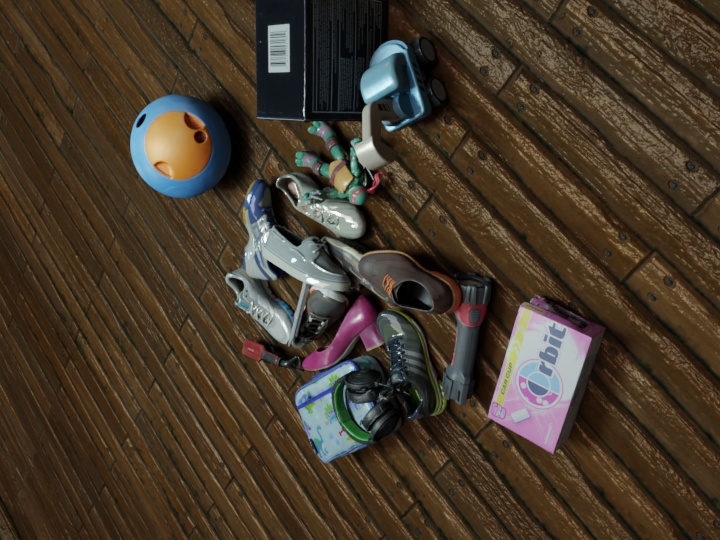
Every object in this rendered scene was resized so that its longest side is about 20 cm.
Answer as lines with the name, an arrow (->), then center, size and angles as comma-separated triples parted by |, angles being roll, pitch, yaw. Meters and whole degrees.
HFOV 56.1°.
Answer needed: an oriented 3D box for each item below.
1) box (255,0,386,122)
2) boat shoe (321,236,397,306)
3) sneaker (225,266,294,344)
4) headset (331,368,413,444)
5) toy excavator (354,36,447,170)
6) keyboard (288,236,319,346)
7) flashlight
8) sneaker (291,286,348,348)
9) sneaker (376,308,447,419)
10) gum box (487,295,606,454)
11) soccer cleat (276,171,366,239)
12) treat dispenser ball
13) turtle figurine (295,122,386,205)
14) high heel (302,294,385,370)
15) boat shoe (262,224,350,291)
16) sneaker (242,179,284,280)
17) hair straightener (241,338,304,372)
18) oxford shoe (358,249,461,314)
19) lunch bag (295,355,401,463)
box -> -0.062, -0.345, 1.093 | 0.122, 0.196, 0.205 | 12, 107, 39
boat shoe -> 0.000, 0.000, 1.187 | 0.198, 0.074, 0.075 | 30, 104, 33
sneaker -> -0.209, 0.075, 1.379 | 0.200, 0.086, 0.075 | 49, 124, 20
headset -> 0.012, 0.224, 1.124 | 0.199, 0.093, 0.125 | -36, 79, 45
toy excavator -> 0.042, -0.253, 1.023 | 0.099, 0.198, 0.198 | -18, 87, 40
keyboard -> -0.105, 0.038, 1.246 | 0.056, 0.010, 0.204 | 135, 150, -63
flashlight -> 0.165, 0.108, 1.088 | 0.067, 0.067, 0.204 | 19, 115, 31
sneaker -> -0.080, 0.096, 1.242 | 0.076, 0.083, 0.200 | 25, 150, -8
sneaker -> 0.078, 0.160, 1.156 | 0.074, 0.080, 0.203 | -36, 76, 38
gum box -> 0.274, 0.148, 0.998 | 0.112, 0.066, 0.204 | 25, 114, 32
soccer cleat -> -0.073, -0.115, 1.229 | 0.199, 0.077, 0.070 | 38, 121, 28
treat dispenser ball -> -0.360, -0.249, 1.363 | 0.198, 0.199, 0.206 | 9, 105, 38
turtle figurine -> -0.040, -0.169, 1.175 | 0.150, 0.100, 0.201 | -47, 51, 13
high heel -> -0.045, 0.119, 1.256 | 0.198, 0.067, 0.097 | -25, 91, 36
boat shoe -> -0.094, -0.026, 1.192 | 0.199, 0.070, 0.073 | 27, 108, 31
sneaker -> -0.182, -0.079, 1.343 | 0.087, 0.075, 0.204 | 13, 114, 25
hair straightener -> -0.166, 0.174, 1.376 | 0.198, 0.076, 0.042 | 1, 75, 53
oxford shoe -> 0.062, 0.015, 1.067 | 0.198, 0.072, 0.073 | 20, 111, 39
lunch bag -> -0.029, 0.258, 1.270 | 0.199, 0.082, 0.163 | -32, 76, 38
